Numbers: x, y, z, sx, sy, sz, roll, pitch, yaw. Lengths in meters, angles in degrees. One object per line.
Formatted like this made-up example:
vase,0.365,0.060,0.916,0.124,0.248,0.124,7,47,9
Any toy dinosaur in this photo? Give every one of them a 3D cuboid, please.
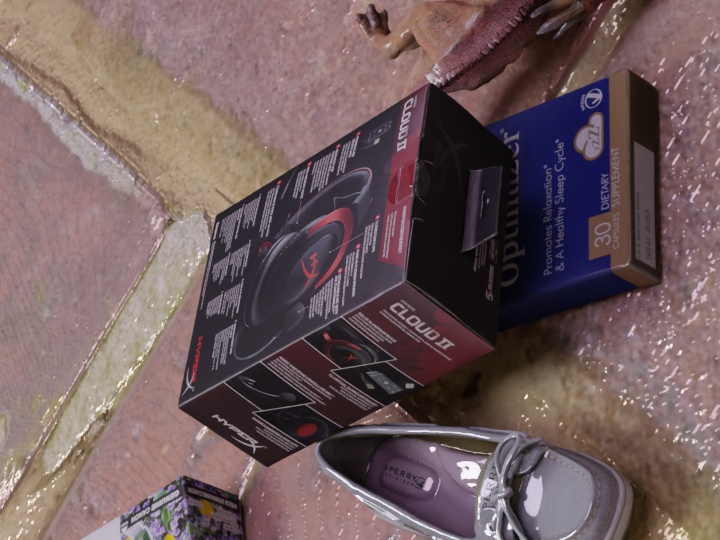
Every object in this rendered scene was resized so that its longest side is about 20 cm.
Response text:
toy dinosaur,0.078,-0.145,1.284,0.200,0.086,0.136,-51,34,4

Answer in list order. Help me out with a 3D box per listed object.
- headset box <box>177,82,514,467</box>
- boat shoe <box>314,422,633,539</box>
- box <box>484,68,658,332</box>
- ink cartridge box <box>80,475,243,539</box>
headset box,0.000,0.000,1.247,0.200,0.075,0.149,-30,37,35
boat shoe,0.059,0.118,1.202,0.202,0.065,0.075,11,79,50
box,0.081,-0.026,1.278,0.200,0.032,0.121,-21,56,41
ink cartridge box,-0.116,0.236,1.342,0.109,0.050,0.200,-34,48,32
